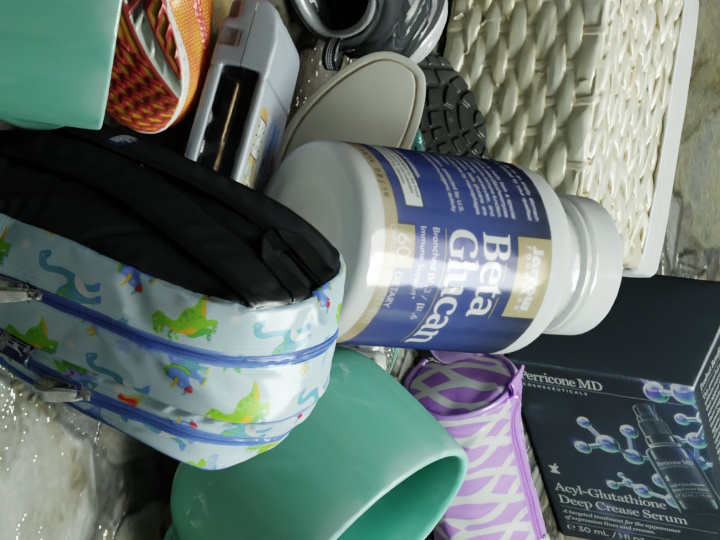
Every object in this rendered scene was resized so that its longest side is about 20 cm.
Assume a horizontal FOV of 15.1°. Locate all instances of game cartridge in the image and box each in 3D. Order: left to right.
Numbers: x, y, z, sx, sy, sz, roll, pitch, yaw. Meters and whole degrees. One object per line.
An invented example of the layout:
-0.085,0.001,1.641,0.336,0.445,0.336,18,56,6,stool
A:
-0.076,-0.042,1.489,0.133,0.041,0.201,39,66,-80,game cartridge

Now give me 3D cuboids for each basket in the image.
0.130,-0.104,1.802,0.123,0.135,0.201,11,87,-59,basket

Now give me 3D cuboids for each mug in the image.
-0.166,-0.134,1.249,0.152,0.114,0.186,-96,-164,-65,mug
-0.043,0.125,1.528,0.185,0.114,0.152,-33,158,-32,mug

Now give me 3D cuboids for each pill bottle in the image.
0.049,-0.010,1.534,0.199,0.111,0.112,5,93,-37,pill bottle

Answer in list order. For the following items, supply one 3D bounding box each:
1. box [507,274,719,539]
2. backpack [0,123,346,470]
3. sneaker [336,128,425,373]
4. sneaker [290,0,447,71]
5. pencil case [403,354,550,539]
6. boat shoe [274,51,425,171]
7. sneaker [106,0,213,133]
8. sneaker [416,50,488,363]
0.212,0.105,1.990,0.107,0.148,0.201,-59,144,-36,box
-0.101,0.008,1.336,0.163,0.199,0.155,-21,116,-59,backpack
0.000,0.000,1.674,0.091,0.077,0.201,23,79,-78,sneaker
0.009,-0.214,1.609,0.114,0.075,0.201,-22,119,-61,sneaker
0.085,0.146,1.834,0.084,0.085,0.201,-53,140,-39,pencil case
-0.019,-0.034,1.599,0.201,0.075,0.062,-65,164,-12,boat shoe
-0.110,-0.175,1.427,0.077,0.073,0.201,-53,150,-67,sneaker
0.036,-0.039,1.725,0.076,0.087,0.201,-6,78,-47,sneaker
